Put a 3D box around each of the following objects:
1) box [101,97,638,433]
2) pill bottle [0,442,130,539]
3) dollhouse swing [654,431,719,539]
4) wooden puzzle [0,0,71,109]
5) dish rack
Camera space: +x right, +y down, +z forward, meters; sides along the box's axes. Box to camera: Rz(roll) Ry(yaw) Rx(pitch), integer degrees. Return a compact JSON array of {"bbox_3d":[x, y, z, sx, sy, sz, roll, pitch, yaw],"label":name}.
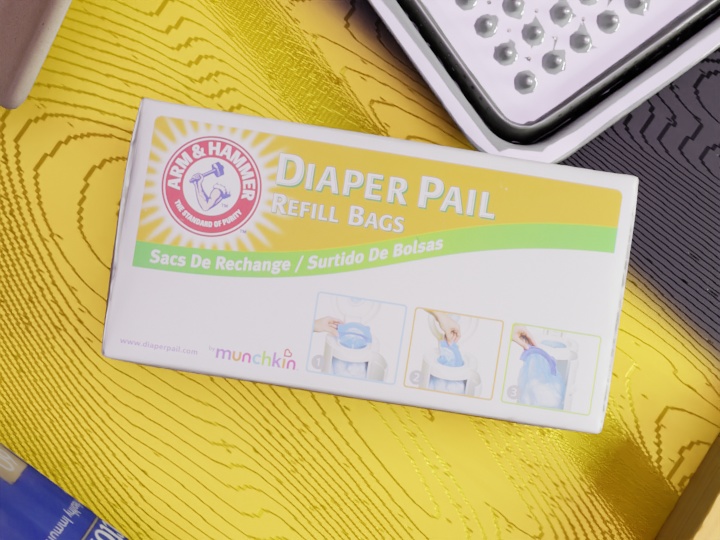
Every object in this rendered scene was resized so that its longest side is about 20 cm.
[{"bbox_3d":[0.000,0.000,1.074,0.199,0.112,0.102,9,88,-3],"label":"box"},{"bbox_3d":[-0.116,0.161,1.060,0.200,0.116,0.116,37,86,-3],"label":"pill bottle"},{"bbox_3d":[0.220,0.154,1.055,0.199,0.176,0.182,32,87,-2],"label":"dollhouse swing"},{"bbox_3d":[-0.178,-0.182,1.014,0.199,0.046,0.186,31,125,0],"label":"wooden puzzle"},{"bbox_3d":[0.091,-0.157,1.118,0.200,0.044,0.172,-36,92,-4],"label":"dish rack"}]
